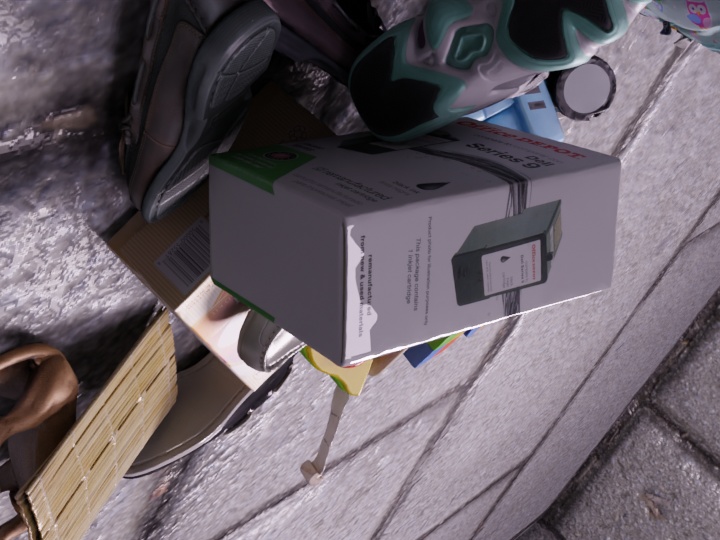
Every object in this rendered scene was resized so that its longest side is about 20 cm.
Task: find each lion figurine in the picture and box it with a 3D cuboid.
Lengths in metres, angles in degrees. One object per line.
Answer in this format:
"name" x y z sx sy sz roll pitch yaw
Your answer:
"lion figurine" -0.217 0.110 0.767 0.122 0.072 0.201 -39 155 -42

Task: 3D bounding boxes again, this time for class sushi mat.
"sushi mat" -0.176 0.117 0.793 0.200 0.012 0.096 -61 157 -52

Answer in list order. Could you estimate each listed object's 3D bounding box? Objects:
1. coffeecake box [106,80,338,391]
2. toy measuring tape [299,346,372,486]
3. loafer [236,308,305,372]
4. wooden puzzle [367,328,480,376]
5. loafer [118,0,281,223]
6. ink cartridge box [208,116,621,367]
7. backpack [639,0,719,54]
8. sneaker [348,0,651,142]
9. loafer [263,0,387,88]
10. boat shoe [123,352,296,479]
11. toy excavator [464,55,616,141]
"coffeecake box" -0.070 -0.015 0.812 0.154 0.073 0.200 -46 159 -8
"toy measuring tape" -0.033 0.083 0.935 0.073 0.073 0.202 -6 120 -59
"loafer" 0.000 0.000 0.774 0.200 0.070 0.070 -44 160 -16
"wooden puzzle" 0.109 0.012 0.980 0.185 0.046 0.200 -47 171 34
"loafer" -0.100 -0.099 0.635 0.072 0.063 0.200 -42 176 -33
"ink cartridge box" 0.031 -0.028 0.662 0.199 0.146 0.085 -13 114 -34
"backpack" 0.228 -0.206 0.677 0.167 0.127 0.200 -44 -167 15
"sneaker" 0.098 -0.147 0.662 0.199 0.078 0.140 -20 -174 37
"loafer" -0.015 -0.152 0.685 0.063 0.072 0.200 -55 155 13
"boat shoe" -0.127 0.107 0.935 0.200 0.074 0.061 -44 156 -31
"toy excavator" 0.085 -0.111 0.853 0.199 0.100 0.196 -25 115 0
